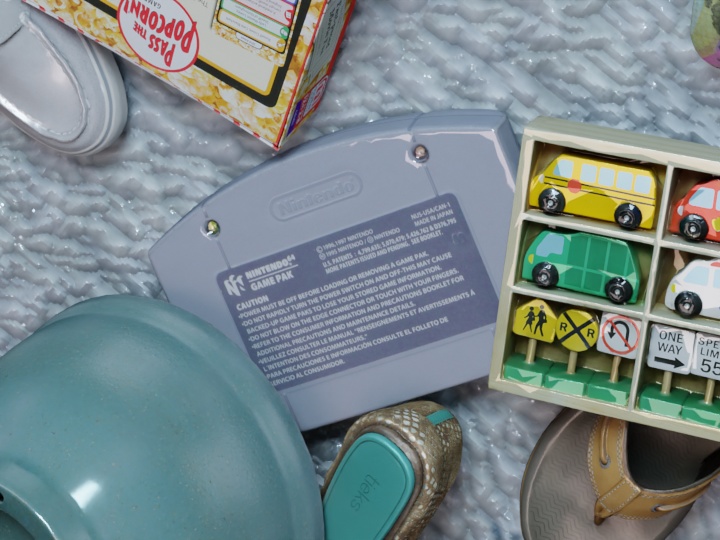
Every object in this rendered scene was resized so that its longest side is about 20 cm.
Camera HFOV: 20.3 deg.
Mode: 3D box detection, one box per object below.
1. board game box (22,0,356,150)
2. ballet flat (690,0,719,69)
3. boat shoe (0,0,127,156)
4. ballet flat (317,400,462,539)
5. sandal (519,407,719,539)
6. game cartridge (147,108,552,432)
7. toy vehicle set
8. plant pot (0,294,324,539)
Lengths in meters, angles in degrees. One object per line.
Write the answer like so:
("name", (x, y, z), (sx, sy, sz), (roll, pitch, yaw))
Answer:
("board game box", (-0.065, -0.172, 0.900), (0.151, 0.046, 0.201), (31, 133, 8))
("ballet flat", (0.200, -0.151, 0.816), (0.069, 0.071, 0.201), (9, 126, -30))
("boat shoe", (-0.196, -0.133, 0.980), (0.072, 0.069, 0.201), (-34, 95, 27))
("ballet flat", (-0.004, 0.137, 1.008), (0.071, 0.065, 0.200), (48, 130, 13))
("sandal", (0.147, 0.081, 0.943), (0.200, 0.055, 0.082), (-39, 93, 27))
("game cartridge", (0.000, 0.000, 0.978), (0.198, 0.041, 0.134), (-18, 106, 24))
("toy vehicle set", (0.160, 0.012, 0.883), (0.198, 0.027, 0.126), (12, 109, 17))
("plant pot", (-0.136, 0.127, 0.966), (0.199, 0.134, 0.202), (12, 113, 30))
